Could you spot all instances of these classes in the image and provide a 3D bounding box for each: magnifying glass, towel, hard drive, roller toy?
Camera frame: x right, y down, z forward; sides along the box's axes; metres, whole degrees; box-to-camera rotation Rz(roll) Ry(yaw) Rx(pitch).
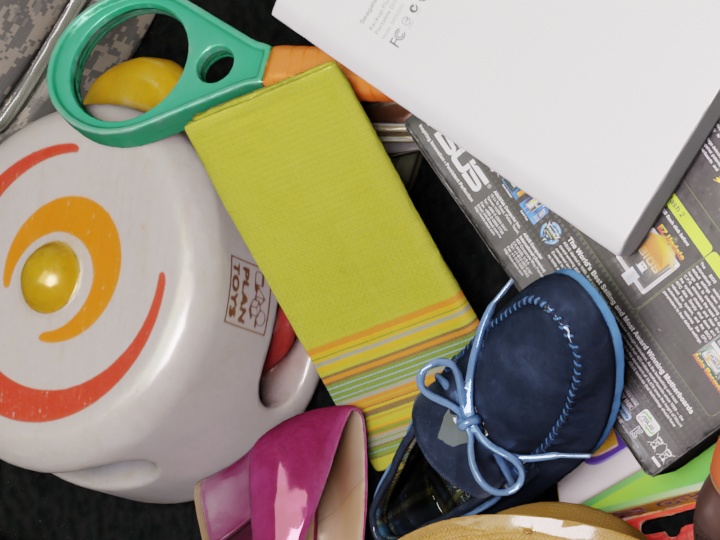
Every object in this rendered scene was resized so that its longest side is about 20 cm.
[{"bbox_3d":[-0.059,-0.094,1.294,0.199,0.022,0.080,5,67,26],"label":"magnifying glass"},{"bbox_3d":[0.000,0.000,1.290,0.086,0.018,0.201,-20,112,23],"label":"towel"},{"bbox_3d":[0.071,-0.116,1.205,0.200,0.026,0.132,36,102,21],"label":"hard drive"},{"bbox_3d":[-0.116,0.015,1.366,0.200,0.140,0.183,-45,58,14],"label":"roller toy"}]

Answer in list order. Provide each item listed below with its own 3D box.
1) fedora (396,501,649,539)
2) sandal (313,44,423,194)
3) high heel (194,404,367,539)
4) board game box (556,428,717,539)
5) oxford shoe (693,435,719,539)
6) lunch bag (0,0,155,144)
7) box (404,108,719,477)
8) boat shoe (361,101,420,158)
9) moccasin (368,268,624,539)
[{"bbox_3d":[0.092,0.161,1.204,0.200,0.201,0.082,-19,28,27],"label":"fedora"},{"bbox_3d":[0.006,-0.121,1.374,0.079,0.057,0.202,1,78,33],"label":"sandal"},{"bbox_3d":[-0.011,0.166,1.296,0.096,0.067,0.201,-31,61,29],"label":"high heel"},{"bbox_3d":[0.128,0.029,1.274,0.095,0.030,0.201,-17,71,28],"label":"board game box"},{"bbox_3d":[0.224,0.146,1.167,0.200,0.071,0.073,41,133,27],"label":"oxford shoe"},{"bbox_3d":[-0.228,-0.166,1.472,0.200,0.167,0.140,40,100,33],"label":"lunch bag"},{"bbox_3d":[0.149,-0.045,1.211,0.193,0.047,0.200,-39,77,15],"label":"box"},{"bbox_3d":[0.065,-0.097,1.300,0.199,0.068,0.075,-21,86,13],"label":"boat shoe"},{"bbox_3d":[0.058,0.076,1.220,0.081,0.068,0.200,55,148,24],"label":"moccasin"}]
